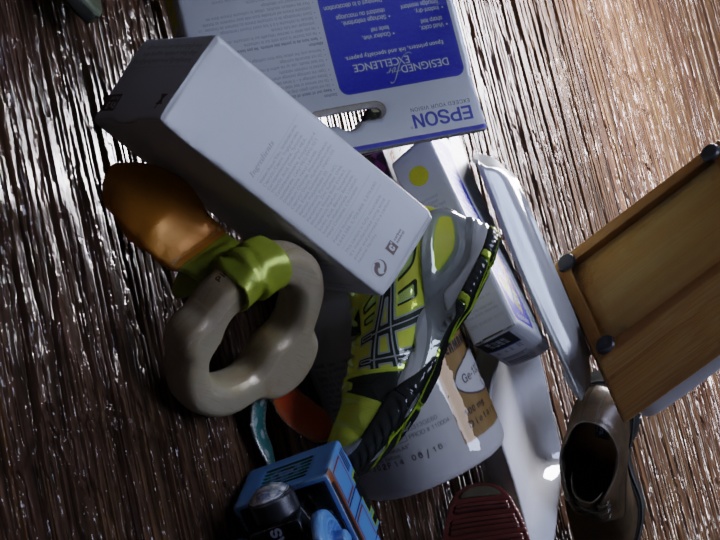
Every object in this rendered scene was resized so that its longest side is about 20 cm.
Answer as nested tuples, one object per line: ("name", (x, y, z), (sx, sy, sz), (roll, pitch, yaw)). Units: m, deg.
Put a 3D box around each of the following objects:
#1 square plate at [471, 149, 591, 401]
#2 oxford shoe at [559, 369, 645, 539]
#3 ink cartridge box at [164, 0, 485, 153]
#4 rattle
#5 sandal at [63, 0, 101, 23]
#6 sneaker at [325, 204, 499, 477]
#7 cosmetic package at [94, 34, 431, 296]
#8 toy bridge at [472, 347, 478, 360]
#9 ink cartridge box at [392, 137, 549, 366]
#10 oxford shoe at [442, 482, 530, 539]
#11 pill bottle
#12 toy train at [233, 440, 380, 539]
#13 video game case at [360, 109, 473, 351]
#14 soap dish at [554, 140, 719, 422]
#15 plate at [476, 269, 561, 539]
("square plate", (0.139, -0.004, 1.848), (0.198, 0.028, 0.200), (-73, 140, -84))
("oxford shoe", (0.197, 0.187, 1.972), (0.084, 0.073, 0.200), (-52, 143, -49))
("ink cartridge box", (-0.032, -0.171, 1.622), (0.047, 0.197, 0.200), (142, -65, -71))
("rattle", (-0.097, 0.036, 1.520), (0.130, 0.143, 0.200), (-64, 157, -16))
("sandal", (-0.178, -0.247, 1.517), (0.080, 0.057, 0.201), (49, 31, -41))
("sneaker", (0.020, 0.048, 1.561), (0.200, 0.076, 0.075), (-62, 172, -8))
("cosmetic package", (-0.062, -0.067, 1.497), (0.200, 0.102, 0.074), (40, 72, -28))
("toy bridge", (0.070, 0.119, 1.826), (0.067, 0.027, 0.200), (65, 23, -16))
("ink cartridge box", (0.074, -0.031, 1.736), (0.200, 0.047, 0.198), (64, 9, 11))
("oxford shoe", (0.099, 0.259, 1.763), (0.075, 0.070, 0.200), (85, 1, -56))
("pill bottle", (0.015, 0.052, 1.646), (0.200, 0.114, 0.114), (67, 23, -8))
("toy train", (-0.015, 0.213, 1.499), (0.200, 0.087, 0.114), (64, 18, -15))
("video game case", (0.045, -0.027, 1.820), (0.181, 0.036, 0.200), (-69, 141, -69))
("soap dish", (0.250, 0.003, 1.787), (0.081, 0.200, 0.157), (42, 18, -35))
("plate", (0.125, 0.133, 1.891), (0.200, 0.032, 0.200), (-75, 153, -57))
